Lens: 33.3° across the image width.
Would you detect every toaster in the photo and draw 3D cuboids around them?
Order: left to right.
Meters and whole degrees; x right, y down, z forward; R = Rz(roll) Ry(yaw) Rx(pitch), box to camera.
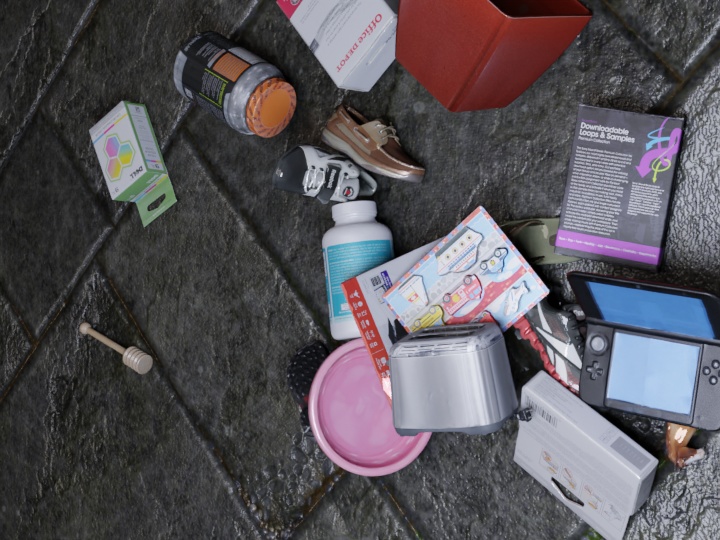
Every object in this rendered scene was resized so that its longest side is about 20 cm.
[{"bbox_3d":[0.126,0.146,1.613,0.197,0.113,0.132,-6,100,32],"label":"toaster"}]

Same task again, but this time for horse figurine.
[{"bbox_3d":[0.419,0.139,1.544,0.132,0.050,0.202,-33,71,27],"label":"horse figurine"}]

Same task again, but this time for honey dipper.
[{"bbox_3d":[-0.458,0.136,2.229,0.198,0.038,0.039,26,105,37],"label":"honey dipper"}]

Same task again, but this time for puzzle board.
[{"bbox_3d":[0.141,0.033,1.664,0.200,0.017,0.151,-42,82,20],"label":"puzzle board"}]

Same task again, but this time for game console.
[{"bbox_3d":[0.351,0.100,1.490,0.197,0.118,0.176,10,93,34],"label":"game console"}]

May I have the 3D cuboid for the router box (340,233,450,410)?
[{"bbox_3d":[0.090,0.075,1.731,0.177,0.049,0.203,-24,83,5],"label":"router box"}]

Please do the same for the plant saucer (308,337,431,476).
[{"bbox_3d":[0.014,0.201,1.789,0.051,0.197,0.204,162,103,-71],"label":"plant saucer"}]

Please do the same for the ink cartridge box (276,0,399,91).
[{"bbox_3d":[-0.019,-0.398,1.861,0.145,0.083,0.201,-48,64,27],"label":"ink cartridge box"}]

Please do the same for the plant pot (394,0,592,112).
[{"bbox_3d":[0.162,-0.333,1.667,0.200,0.198,0.178,48,129,27],"label":"plant pot"}]

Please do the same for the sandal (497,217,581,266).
[{"bbox_3d":[0.230,-0.037,1.683,0.199,0.057,0.081,-15,82,35],"label":"sandal"}]

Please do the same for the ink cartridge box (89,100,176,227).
[{"bbox_3d":[-0.412,-0.192,2.178,0.103,0.059,0.203,-32,71,33],"label":"ink cartridge box"}]

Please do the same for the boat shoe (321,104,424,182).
[{"bbox_3d":[0.021,-0.195,1.837,0.199,0.075,0.073,32,106,31],"label":"boat shoe"}]

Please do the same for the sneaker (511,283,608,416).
[{"bbox_3d":[0.285,0.100,1.632,0.098,0.070,0.202,-49,61,29],"label":"sneaker"}]

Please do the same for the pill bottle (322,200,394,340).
[{"bbox_3d":[0.000,0.000,1.828,0.109,0.110,0.204,-9,85,37],"label":"pill bottle"}]

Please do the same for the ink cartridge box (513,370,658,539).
[{"bbox_3d":[0.296,0.254,1.617,0.199,0.044,0.178,39,150,29],"label":"ink cartridge box"}]

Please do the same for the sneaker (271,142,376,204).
[{"bbox_3d":[-0.047,-0.141,1.809,0.088,0.199,0.075,32,114,31],"label":"sneaker"}]

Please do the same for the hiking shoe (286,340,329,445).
[{"bbox_3d":[-0.060,0.205,1.892,0.075,0.101,0.202,-23,46,13],"label":"hiking shoe"}]

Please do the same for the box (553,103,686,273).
[{"bbox_3d":[0.343,-0.110,1.593,0.141,0.036,0.204,12,98,22],"label":"box"}]

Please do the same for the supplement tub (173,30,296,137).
[{"bbox_3d":[-0.205,-0.303,1.980,0.199,0.122,0.124,35,110,33],"label":"supplement tub"}]
